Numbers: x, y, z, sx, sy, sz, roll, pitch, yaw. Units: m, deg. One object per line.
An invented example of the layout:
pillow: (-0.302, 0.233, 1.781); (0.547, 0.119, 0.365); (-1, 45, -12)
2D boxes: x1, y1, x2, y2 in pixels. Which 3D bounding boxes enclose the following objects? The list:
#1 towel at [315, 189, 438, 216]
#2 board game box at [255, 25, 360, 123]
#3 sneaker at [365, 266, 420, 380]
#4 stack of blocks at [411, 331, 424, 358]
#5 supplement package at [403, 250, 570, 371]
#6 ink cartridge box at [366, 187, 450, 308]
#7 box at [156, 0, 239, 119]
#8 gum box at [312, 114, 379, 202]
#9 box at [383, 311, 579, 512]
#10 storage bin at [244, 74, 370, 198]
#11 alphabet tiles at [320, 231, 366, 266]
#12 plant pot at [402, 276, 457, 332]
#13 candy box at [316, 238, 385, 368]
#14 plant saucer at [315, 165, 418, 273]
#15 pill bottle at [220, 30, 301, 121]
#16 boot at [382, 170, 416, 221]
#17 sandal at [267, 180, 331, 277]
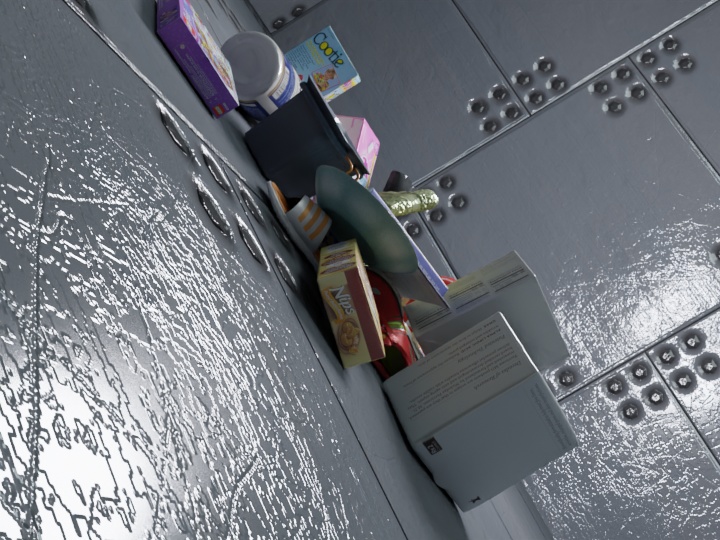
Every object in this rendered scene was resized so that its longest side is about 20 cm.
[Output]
towel: (0.018, -0.112, 1.596); (0.148, 0.199, 0.037); (-16, 104, -46)
board game box: (-0.111, -0.341, 1.698); (0.105, 0.199, 0.103); (59, 5, -3)
sneaker: (0.031, 0.084, 1.345); (0.201, 0.077, 0.085); (61, 17, -6)
stack of blocks: (0.102, 0.191, 1.512); (0.116, 0.058, 0.200); (58, 5, -16)
supplement package: (0.193, 0.094, 1.440); (0.156, 0.199, 0.111); (62, 4, -24)
ink cartridge box: (0.045, -0.037, 1.391); (0.198, 0.047, 0.200); (53, -18, -18)
box: (-0.224, -0.302, 1.273); (0.137, 0.039, 0.200); (57, 6, -29)
gum box: (-0.028, -0.177, 1.765); (0.114, 0.066, 0.201); (46, 56, -67)
box: (0.170, 0.203, 1.312); (0.199, 0.199, 0.131); (55, 6, -41)
storage bin: (-0.080, -0.178, 1.436); (0.146, 0.134, 0.200); (61, 6, 18)
alphabet tiles: (0.000, 0.000, 1.465); (0.167, 0.006, 0.200); (59, 29, -7)
plant pot: (0.160, 0.116, 1.739); (0.183, 0.200, 0.201); (47, 12, -54)
candy box: (-0.013, 0.036, 1.179); (0.200, 0.055, 0.116); (-92, 165, -78)
plant saucer: (-0.004, -0.059, 1.309); (0.201, 0.039, 0.201); (42, -15, 14)
pill bottle: (-0.159, -0.309, 1.544); (0.111, 0.111, 0.200); (60, 5, 11)
boot: (0.038, -0.098, 1.768); (0.065, 0.201, 0.165); (28, -9, 12)
sandal: (-0.061, -0.049, 1.299); (0.207, 0.059, 0.079); (57, 5, -24)
